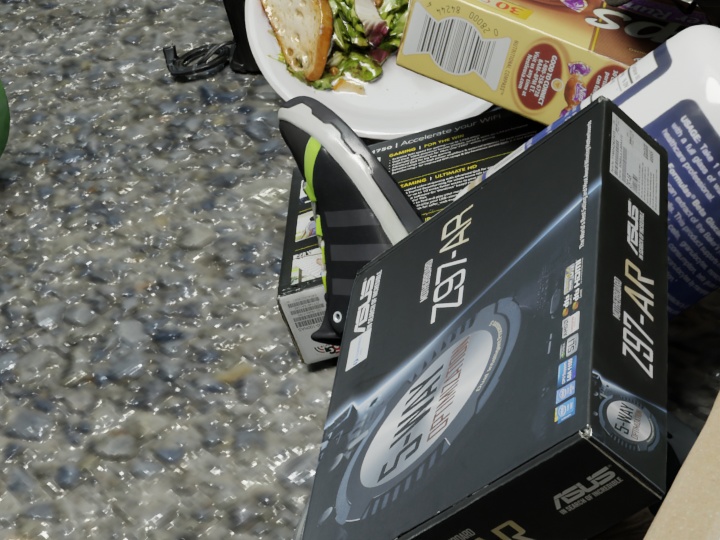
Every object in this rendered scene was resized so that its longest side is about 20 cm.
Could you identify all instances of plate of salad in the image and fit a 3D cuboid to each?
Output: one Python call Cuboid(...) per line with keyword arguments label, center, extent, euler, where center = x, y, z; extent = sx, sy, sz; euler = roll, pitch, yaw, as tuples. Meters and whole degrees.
Cuboid(label="plate of salad", center=(0.022, -0.180, 1.191), extent=(0.199, 0.048, 0.201), euler=(-2, 66, 4))

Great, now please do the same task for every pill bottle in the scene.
Cuboid(label="pill bottle", center=(0.152, -0.045, 0.864), extent=(0.200, 0.111, 0.111), euler=(-36, 28, 18))

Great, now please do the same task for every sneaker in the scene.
Cuboid(label="sneaker", center=(0.000, 0.000, 0.919), extent=(0.083, 0.072, 0.200), euler=(-37, 70, 4))

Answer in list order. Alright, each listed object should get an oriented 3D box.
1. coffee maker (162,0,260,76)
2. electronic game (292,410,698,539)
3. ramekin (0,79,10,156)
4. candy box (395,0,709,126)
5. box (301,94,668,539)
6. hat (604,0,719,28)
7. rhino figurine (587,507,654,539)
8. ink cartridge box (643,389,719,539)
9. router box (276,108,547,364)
Cuboid(label="coffee maker", center=(-0.077, -0.252, 1.295), extent=(0.192, 0.200, 0.135), euler=(-26, 31, -8))
Cuboid(label="electronic game", center=(0.065, 0.120, 0.802), extent=(0.199, 0.042, 0.200), euler=(-10, 40, 8))
Cuboid(label="ramekin", center=(-0.351, -0.101, 1.243), extent=(0.199, 0.200, 0.098), euler=(-4, 43, 26))
Cuboid(label="candy box", center=(0.134, -0.119, 1.009), extent=(0.199, 0.057, 0.117), euler=(22, 32, 14))
Cuboid(label="box", center=(0.053, 0.040, 0.744), extent=(0.160, 0.043, 0.200), euler=(-35, 28, 35))
Cuboid(label="hat", center=(0.221, -0.149, 0.946), extent=(0.200, 0.081, 0.201), euler=(-21, 17, 7))
Cuboid(label="rhino figurine", center=(0.093, 0.141, 0.699), extent=(0.087, 0.060, 0.201), euler=(-11, 52, 4))
Cuboid(label="ink cartridge box", center=(0.189, 0.136, 0.615), extent=(0.199, 0.075, 0.165), euler=(21, 47, 17))
Cuboid(label="router box", center=(0.057, -0.030, 1.022), extent=(0.199, 0.051, 0.149), euler=(-14, 31, 11))
